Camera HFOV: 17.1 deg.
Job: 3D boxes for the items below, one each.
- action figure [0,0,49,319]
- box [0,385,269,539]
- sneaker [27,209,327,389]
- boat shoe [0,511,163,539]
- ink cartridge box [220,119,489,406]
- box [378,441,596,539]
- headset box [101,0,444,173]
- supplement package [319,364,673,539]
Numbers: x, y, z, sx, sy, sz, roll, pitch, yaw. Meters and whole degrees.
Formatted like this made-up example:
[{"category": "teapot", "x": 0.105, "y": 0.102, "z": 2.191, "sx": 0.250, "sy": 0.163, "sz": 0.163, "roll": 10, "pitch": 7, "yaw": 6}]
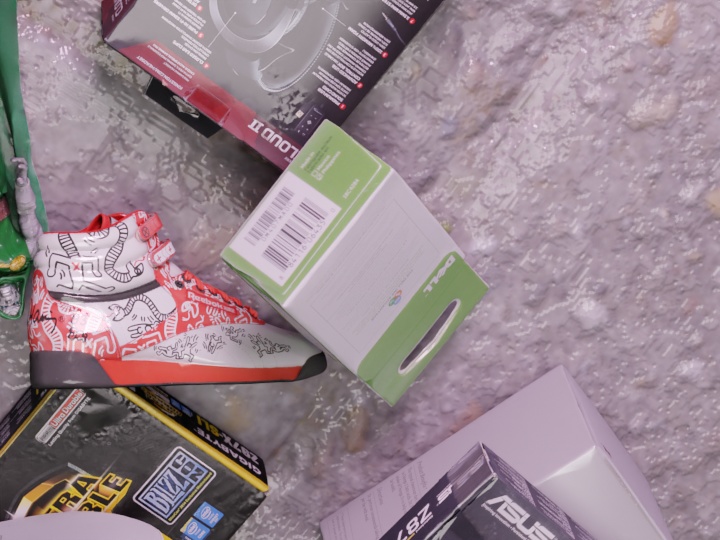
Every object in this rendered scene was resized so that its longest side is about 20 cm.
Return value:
[{"category": "action figure", "x": -0.236, "y": -0.058, "z": 1.453, "sx": 0.117, "sy": 0.055, "sz": 0.201, "roll": -16, "pitch": 119, "yaw": -3}, {"category": "box", "x": -0.181, "y": 0.162, "z": 1.558, "sx": 0.159, "sy": 0.049, "sz": 0.200, "roll": 36, "pitch": 105, "yaw": -22}, {"category": "sneaker", "x": -0.111, "y": 0.017, "z": 1.490, "sx": 0.200, "sy": 0.067, "sz": 0.109, "roll": 0, "pitch": 88, "yaw": -28}, {"category": "boat shoe", "x": -0.218, "y": 0.198, "z": 1.509, "sx": 0.198, "sy": 0.071, "sz": 0.064, "roll": -6, "pitch": 113, "yaw": 5}, {"category": "ink cartridge box", "x": 0.000, "y": 0.000, "z": 1.466, "sx": 0.104, "sy": 0.059, "sz": 0.200, "roll": -51, "pitch": 152, "yaw": -4}, {"category": "box", "x": 0.090, "y": 0.225, "z": 1.491, "sx": 0.161, "sy": 0.049, "sz": 0.200, "roll": -45, "pitch": 113, "yaw": 10}, {"category": "headset box", "x": -0.048, "y": -0.164, "z": 1.415, "sx": 0.148, "sy": 0.077, "sz": 0.200, "roll": 34, "pitch": 106, "yaw": -19}, {"category": "supplement package", "x": 0.089, "y": 0.178, "z": 1.562, "sx": 0.199, "sy": 0.117, "sz": 0.118, "roll": -34, "pitch": 113, "yaw": 9}]
